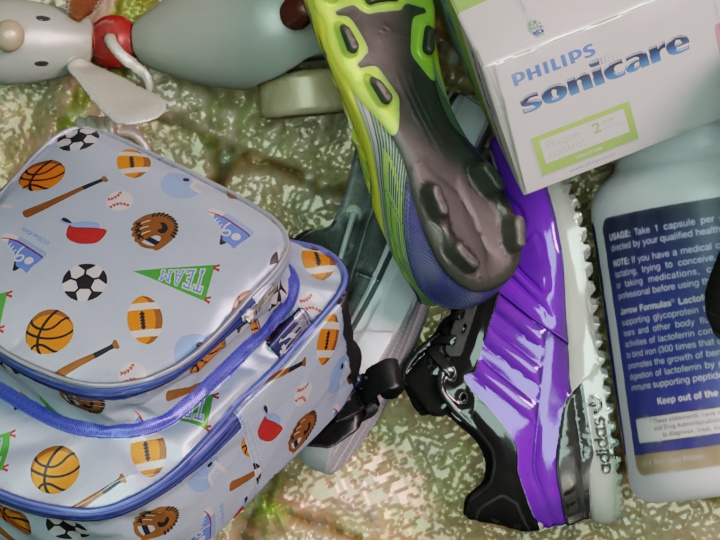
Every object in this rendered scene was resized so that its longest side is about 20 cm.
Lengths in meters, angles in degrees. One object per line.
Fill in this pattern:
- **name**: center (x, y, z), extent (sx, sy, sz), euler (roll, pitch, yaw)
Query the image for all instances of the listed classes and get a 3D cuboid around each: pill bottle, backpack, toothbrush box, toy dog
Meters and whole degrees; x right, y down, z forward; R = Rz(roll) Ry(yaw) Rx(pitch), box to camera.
- **pill bottle**: center (0.172, 0.005, 1.375), extent (0.115, 0.116, 0.201), euler (-8, 88, 1)
- **backpack**: center (-0.113, 0.044, 1.301), extent (0.200, 0.154, 0.191), euler (23, 64, 28)
- **toothbrush box**: center (0.105, -0.149, 1.344), extent (0.145, 0.200, 0.086), euler (-22, 131, -1)
- **toy dog**: center (-0.087, -0.114, 1.396), extent (0.199, 0.096, 0.132), euler (-24, 87, 0)

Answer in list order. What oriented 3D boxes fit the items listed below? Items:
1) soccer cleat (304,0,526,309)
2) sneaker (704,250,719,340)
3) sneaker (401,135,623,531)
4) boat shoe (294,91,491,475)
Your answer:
- **soccer cleat**: center (0.012, -0.074, 1.344), extent (0.065, 0.084, 0.201), euler (-20, 84, -29)
- **sneaker**: center (0.189, -0.062, 1.264), extent (0.082, 0.073, 0.201), euler (16, 102, -27)
- **sneaker**: center (0.066, 0.031, 1.398), extent (0.099, 0.070, 0.201), euler (-9, 86, 1)
- **boat shoe**: center (0.000, 0.000, 1.409), extent (0.071, 0.072, 0.201), euler (20, 77, 10)
